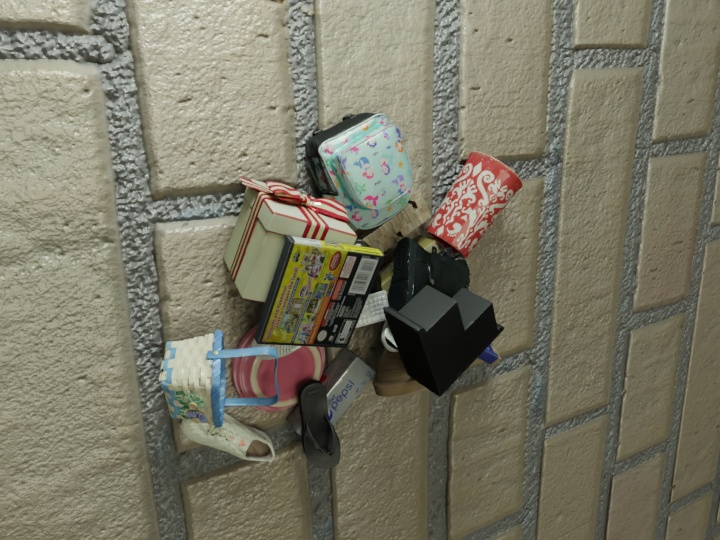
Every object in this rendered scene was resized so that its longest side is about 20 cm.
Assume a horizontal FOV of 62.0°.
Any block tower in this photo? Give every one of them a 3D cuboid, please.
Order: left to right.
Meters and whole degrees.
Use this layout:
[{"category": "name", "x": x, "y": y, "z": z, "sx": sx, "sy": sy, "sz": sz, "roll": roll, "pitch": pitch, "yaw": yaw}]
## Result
[{"category": "block tower", "x": 0.058, "y": -0.088, "z": 1.248, "sx": 0.200, "sy": 0.054, "sz": 0.058, "roll": -38, "pitch": 118, "yaw": -17}]

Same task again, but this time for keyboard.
[{"category": "keyboard", "x": -0.042, "y": 0.088, "z": 1.123, "sx": 0.199, "sy": 0.011, "sz": 0.057, "roll": -14, "pitch": 96, "yaw": -12}]

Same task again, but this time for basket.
[{"category": "basket", "x": -0.245, "y": 0.196, "z": 1.069, "sx": 0.199, "sy": 0.140, "sz": 0.177, "roll": -5, "pitch": 138, "yaw": -9}]

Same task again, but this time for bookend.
[{"category": "bookend", "x": 0.162, "y": 0.094, "z": 1.128, "sx": 0.199, "sy": 0.092, "sz": 0.201, "roll": -42, "pitch": 135, "yaw": -20}]

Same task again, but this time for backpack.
[{"category": "backpack", "x": 0.009, "y": -0.183, "z": 1.146, "sx": 0.177, "sy": 0.150, "sz": 0.201, "roll": -32, "pitch": 122, "yaw": -21}]

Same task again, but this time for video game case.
[{"category": "video game case", "x": -0.071, "y": 0.043, "z": 1.032, "sx": 0.180, "sy": 0.026, "sz": 0.201, "roll": 7, "pitch": 117, "yaw": -32}]

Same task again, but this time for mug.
[{"category": "mug", "x": 0.255, "y": -0.126, "z": 1.310, "sx": 0.177, "sy": 0.133, "sz": 0.201, "roll": 36, "pitch": 88, "yaw": -30}]

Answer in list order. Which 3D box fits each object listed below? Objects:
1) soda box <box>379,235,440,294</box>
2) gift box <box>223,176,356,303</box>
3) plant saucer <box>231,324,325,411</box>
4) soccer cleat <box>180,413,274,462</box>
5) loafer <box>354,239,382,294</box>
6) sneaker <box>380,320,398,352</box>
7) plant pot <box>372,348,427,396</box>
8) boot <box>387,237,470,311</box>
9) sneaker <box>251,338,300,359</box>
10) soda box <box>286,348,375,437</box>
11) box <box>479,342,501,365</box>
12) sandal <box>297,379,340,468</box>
[{"category": "soda box", "x": 0.085, "y": 0.014, "z": 1.286, "sx": 0.200, "sy": 0.064, "sz": 0.068, "roll": -39, "pitch": 119, "yaw": -16}, {"category": "gift box", "x": -0.139, "y": -0.061, "z": 1.071, "sx": 0.184, "sy": 0.200, "sz": 0.188, "roll": 12, "pitch": 113, "yaw": -36}, {"category": "plant saucer", "x": -0.156, "y": 0.194, "z": 1.202, "sx": 0.199, "sy": 0.051, "sz": 0.202, "roll": -9, "pitch": 108, "yaw": -28}, {"category": "soccer cleat", "x": -0.251, "y": 0.323, "z": 1.165, "sx": 0.199, "sy": 0.077, "sz": 0.070, "roll": 28, "pitch": 88, "yaw": -32}, {"category": "loafer", "x": 0.000, "y": 0.000, "z": 1.143, "sx": 0.073, "sy": 0.072, "sz": 0.200, "roll": -7, "pitch": 145, "yaw": 5}, {"category": "sneaker", "x": 0.086, "y": 0.121, "z": 1.264, "sx": 0.081, "sy": 0.146, "sz": 0.200, "roll": 44, "pitch": 52, "yaw": 1}, {"category": "plant pot", "x": 0.114, "y": 0.191, "z": 1.285, "sx": 0.200, "sy": 0.201, "sz": 0.093, "roll": -17, "pitch": 92, "yaw": -25}, {"category": "boot", "x": 0.140, "y": 0.038, "z": 1.206, "sx": 0.162, "sy": 0.073, "sz": 0.199, "roll": 23, "pitch": 62, "yaw": -27}, {"category": "sneaker", "x": -0.121, "y": 0.100, "z": 1.153, "sx": 0.199, "sy": 0.082, "sz": 0.074, "roll": -32, "pitch": 99, "yaw": -11}, {"category": "soda box", "x": -0.063, "y": 0.265, "z": 1.267, "sx": 0.200, "sy": 0.063, "sz": 0.068, "roll": -51, "pitch": 121, "yaw": -9}, {"category": "box", "x": 0.233, "y": 0.135, "z": 1.374, "sx": 0.199, "sy": 0.122, "sz": 0.032, "roll": 26, "pitch": 121, "yaw": -32}, {"category": "sandal", "x": -0.084, "y": 0.319, "z": 1.206, "sx": 0.076, "sy": 0.043, "sz": 0.201, "roll": -22, "pitch": 112, "yaw": -22}]
